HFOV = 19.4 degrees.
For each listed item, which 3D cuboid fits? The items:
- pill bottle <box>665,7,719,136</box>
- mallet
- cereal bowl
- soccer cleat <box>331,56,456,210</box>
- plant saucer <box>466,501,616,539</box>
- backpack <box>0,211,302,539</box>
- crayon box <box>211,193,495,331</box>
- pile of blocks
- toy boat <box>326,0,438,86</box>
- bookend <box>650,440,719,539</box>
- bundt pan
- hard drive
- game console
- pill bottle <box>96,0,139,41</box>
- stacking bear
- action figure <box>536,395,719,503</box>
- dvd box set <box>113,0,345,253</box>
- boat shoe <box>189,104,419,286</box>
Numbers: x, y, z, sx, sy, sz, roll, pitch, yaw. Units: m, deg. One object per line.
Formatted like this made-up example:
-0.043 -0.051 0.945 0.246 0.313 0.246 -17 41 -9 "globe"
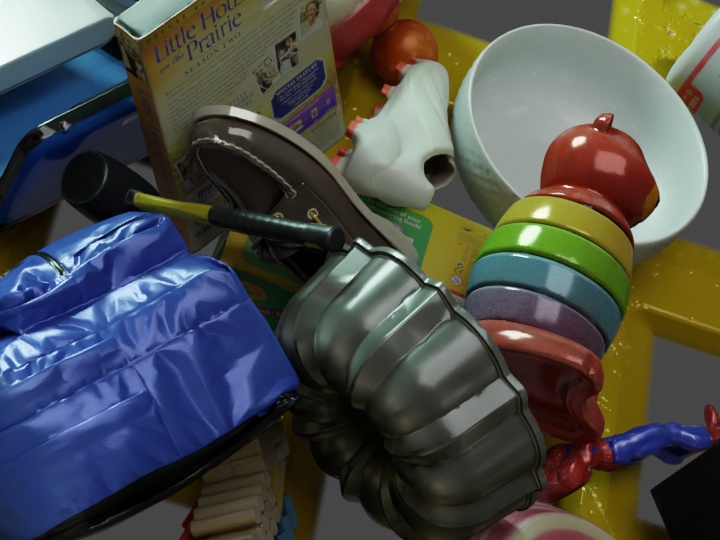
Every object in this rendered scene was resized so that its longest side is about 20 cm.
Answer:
0.344 -0.122 1.641 0.200 0.109 0.109 42 53 9 "pill bottle"
-0.091 -0.031 1.301 0.199 0.066 0.041 14 78 27 "mallet"
0.152 -0.079 1.551 0.199 0.083 0.201 13 52 -17 "cereal bowl"
0.037 -0.091 1.483 0.077 0.070 0.200 31 27 2 "soccer cleat"
0.130 0.231 1.325 0.200 0.051 0.201 25 45 -28 "plant saucer"
-0.171 0.073 1.277 0.200 0.162 0.168 -34 90 -24 "backpack"
0.000 0.000 1.461 0.199 0.058 0.119 23 53 -5 "crayon box"
-0.082 0.185 1.318 0.062 0.082 0.201 -14 42 21 "pile of blocks"
0.011 -0.194 1.572 0.131 0.130 0.200 52 50 -22 "toy boat"
0.251 0.192 1.366 0.198 0.092 0.201 8 52 -46 "bookend"
0.017 0.084 1.283 0.076 0.202 0.202 -35 75 -24 "bundt pan"
-0.285 -0.198 1.469 0.132 0.026 0.200 -31 58 -33 "hard drive"
-0.191 -0.122 1.405 0.200 0.171 0.119 -32 80 -34 "game console"
-0.140 -0.256 1.486 0.113 0.200 0.115 10 55 -14 "pill bottle"
0.137 -0.007 1.399 0.113 0.122 0.201 17 65 15 "stacking bear"
0.169 0.100 1.455 0.199 0.065 0.099 -16 75 -30 "action figure"
-0.079 -0.121 1.356 0.146 0.201 0.029 -40 56 -22 "dvd box set"
-0.039 -0.030 1.346 0.200 0.072 0.060 41 56 -36 "boat shoe"
